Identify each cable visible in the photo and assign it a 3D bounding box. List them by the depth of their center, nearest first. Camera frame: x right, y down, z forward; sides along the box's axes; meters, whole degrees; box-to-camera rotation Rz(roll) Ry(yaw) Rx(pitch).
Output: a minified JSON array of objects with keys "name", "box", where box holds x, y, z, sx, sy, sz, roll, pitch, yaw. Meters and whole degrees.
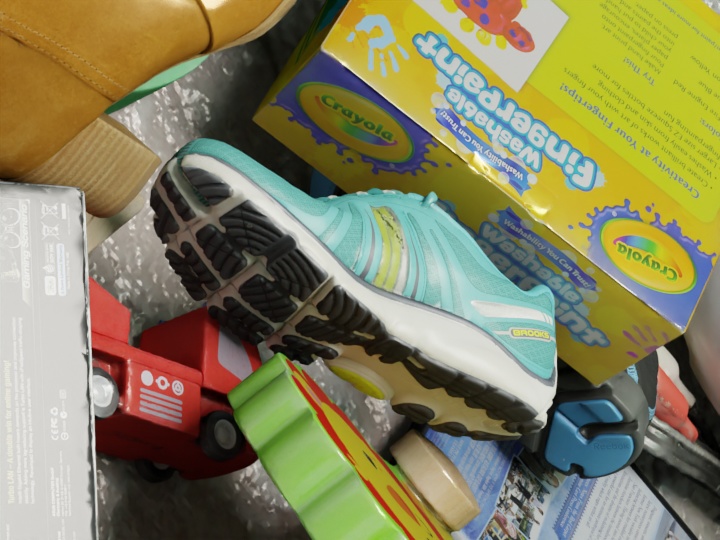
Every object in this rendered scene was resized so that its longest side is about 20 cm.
[{"name":"cable","box":[0.181,0.088,1.200,0.200,0.050,0.097,36,11,-27]}]

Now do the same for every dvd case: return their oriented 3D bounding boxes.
[{"name":"dvd case","box":[0.100,0.127,1.111,0.200,0.018,0.143,49,37,-12]}]

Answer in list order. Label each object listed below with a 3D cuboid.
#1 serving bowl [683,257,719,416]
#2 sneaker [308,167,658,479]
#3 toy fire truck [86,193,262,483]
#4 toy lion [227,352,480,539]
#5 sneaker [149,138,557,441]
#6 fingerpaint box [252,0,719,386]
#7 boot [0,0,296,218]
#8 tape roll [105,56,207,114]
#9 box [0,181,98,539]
[{"name":"serving bowl","box":[0.224,0.064,1.224,0.200,0.066,0.200,52,9,-12]},{"name":"sneaker","box":[0.058,0.011,1.088,0.200,0.073,0.082,45,34,-4]},{"name":"toy fire truck","box":[-0.120,-0.004,0.927,0.200,0.049,0.141,22,59,-40]},{"name":"toy lion","box":[0.025,0.123,0.909,0.200,0.069,0.192,52,2,19]},{"name":"sneaker","box":[0.000,0.000,0.951,0.200,0.077,0.080,31,57,-27]},{"name":"fingerpaint box","box":[0.077,-0.077,1.040,0.200,0.073,0.167,37,54,-11]},{"name":"boot","box":[-0.097,-0.124,0.852,0.144,0.071,0.201,33,89,-45]},{"name":"tape roll","box":[-0.137,-0.163,0.978,0.200,0.048,0.201,22,59,-41]},{"name":"box","box":[-0.172,0.066,0.803,0.160,0.044,0.201,3,77,-31]}]
